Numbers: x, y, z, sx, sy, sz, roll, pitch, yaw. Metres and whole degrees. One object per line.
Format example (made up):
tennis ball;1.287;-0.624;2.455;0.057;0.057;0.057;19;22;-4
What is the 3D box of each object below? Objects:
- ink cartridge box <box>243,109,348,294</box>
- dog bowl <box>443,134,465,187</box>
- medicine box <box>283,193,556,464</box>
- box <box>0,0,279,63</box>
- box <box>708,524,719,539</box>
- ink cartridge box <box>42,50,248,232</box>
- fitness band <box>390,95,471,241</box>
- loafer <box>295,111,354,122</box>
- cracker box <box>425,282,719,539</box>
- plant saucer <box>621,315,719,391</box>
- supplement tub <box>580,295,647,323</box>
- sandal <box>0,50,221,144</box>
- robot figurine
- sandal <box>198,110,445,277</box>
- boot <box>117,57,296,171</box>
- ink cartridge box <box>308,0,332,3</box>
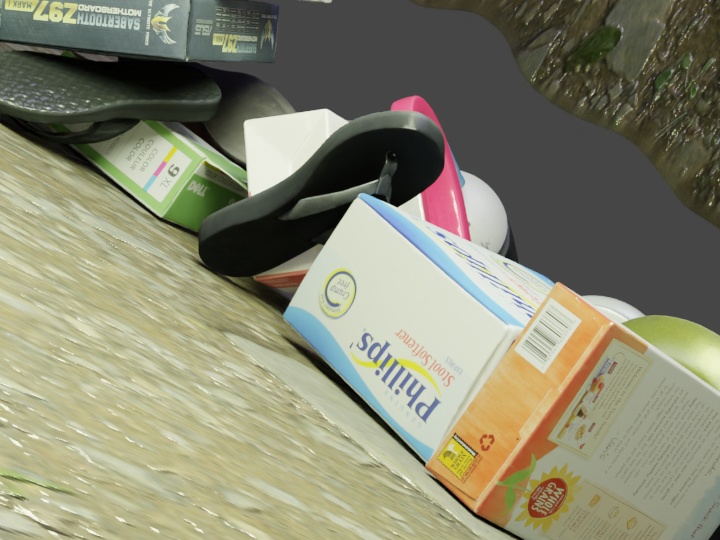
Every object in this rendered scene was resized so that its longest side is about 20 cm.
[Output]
ink cartridge box;-0.015;-0.038;1.570;0.067;0.117;0.200;-8;-12;19
dog bowl;-0.012;-0.081;1.848;0.112;0.199;0.050;-63;144;-68
medicine box;0.084;0.060;1.373;0.200;0.103;0.182;24;13;-43
box;-0.163;-0.181;1.562;0.157;0.051;0.200;7;7;15
box;0.277;0.194;1.464;0.196;0.124;0.200;33;4;-6
ink cartridge box;-0.145;-0.078;1.599;0.200;0.059;0.104;37;4;20
fitness band;0.048;-0.030;1.578;0.144;0.037;0.201;47;33;-62
loafer;-0.022;-0.095;1.766;0.200;0.070;0.070;32;-19;3
cracker box;0.148;0.108;1.282;0.200;0.134;0.058;32;5;-43
plant saucer;0.250;0.135;1.728;0.200;0.200;0.031;37;39;24
supplement tub;0.211;0.098;1.911;0.144;0.145;0.200;36;4;15
sandal;-0.190;-0.114;1.512;0.200;0.048;0.075;0;36;-34
robot figurine;0.081;-0.001;1.942;0.200;0.150;0.125;72;10;-51
sandal;-0.021;-0.039;1.414;0.076;0.200;0.043;31;41;-37
boot;-0.115;-0.090;1.743;0.188;0.069;0.200;26;-23;12
ink cartridge box;-0.133;-0.248;1.572;0.199;0.086;0.148;7;6;25
